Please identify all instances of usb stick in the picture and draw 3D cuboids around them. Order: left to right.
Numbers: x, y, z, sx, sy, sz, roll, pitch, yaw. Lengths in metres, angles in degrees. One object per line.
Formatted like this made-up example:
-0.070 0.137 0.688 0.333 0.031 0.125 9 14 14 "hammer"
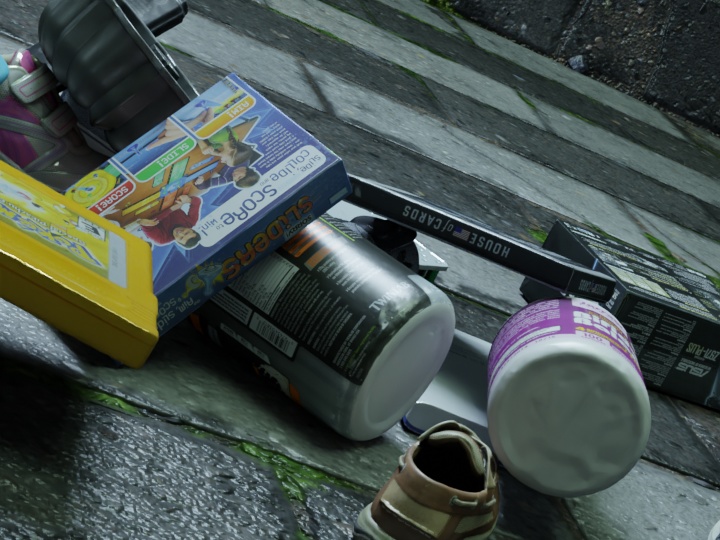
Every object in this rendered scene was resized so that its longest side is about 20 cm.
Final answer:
-0.238 -0.185 1.531 0.055 0.200 0.033 44 -21 35 "usb stick"

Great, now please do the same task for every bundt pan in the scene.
-0.182 -0.144 1.437 0.202 0.076 0.202 53 2 -3 "bundt pan"

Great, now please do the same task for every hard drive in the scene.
0.080 0.092 1.426 0.132 0.025 0.200 23 16 -16 "hard drive"

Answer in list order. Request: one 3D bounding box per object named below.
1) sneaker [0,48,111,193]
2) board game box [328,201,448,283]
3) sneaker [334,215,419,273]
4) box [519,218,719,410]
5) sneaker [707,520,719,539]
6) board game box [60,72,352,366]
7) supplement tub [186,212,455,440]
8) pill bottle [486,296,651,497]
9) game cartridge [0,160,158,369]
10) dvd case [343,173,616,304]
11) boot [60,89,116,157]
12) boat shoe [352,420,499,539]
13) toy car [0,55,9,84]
-0.262 -0.121 1.410 0.200 0.088 0.081 29 15 -13 "sneaker"
-0.045 -0.049 1.664 0.200 0.026 0.200 37 18 30 "board game box"
0.000 0.000 1.448 0.114 0.076 0.200 1 21 -19 "sneaker"
0.283 0.046 1.792 0.200 0.086 0.164 18 18 -29 "box"
0.303 0.199 1.342 0.078 0.086 0.200 32 16 12 "sneaker"
-0.124 -0.039 1.231 0.135 0.200 0.034 41 -19 39 "board game box"
-0.043 0.019 1.276 0.200 0.123 0.122 35 17 24 "supplement tub"
0.147 0.081 1.309 0.112 0.112 0.200 27 13 -2 "pill bottle"
-0.199 -0.021 1.059 0.176 0.032 0.200 30 7 -14 "game cartridge"
0.093 -0.025 1.425 0.200 0.025 0.150 23 4 20 "dvd case"
-0.172 -0.119 1.556 0.200 0.090 0.073 31 16 12 "boot"
0.059 0.136 1.166 0.076 0.072 0.200 30 16 8 "boat shoe"
-0.313 -0.158 1.129 0.185 0.177 0.200 57 -18 -17 "toy car"
